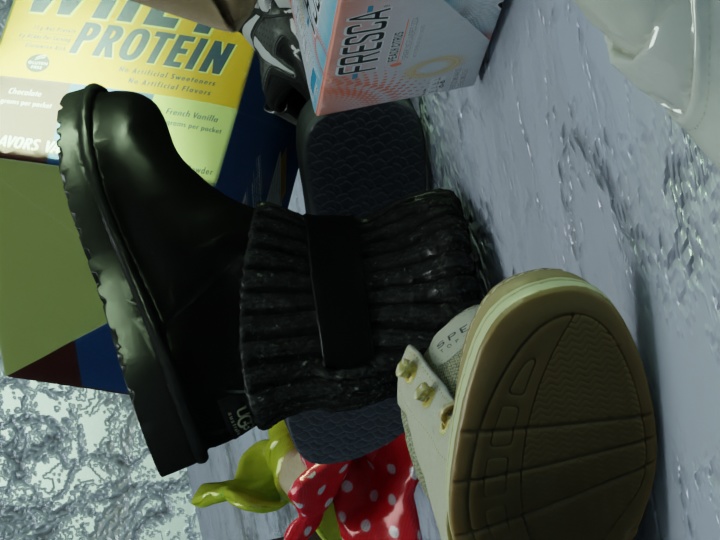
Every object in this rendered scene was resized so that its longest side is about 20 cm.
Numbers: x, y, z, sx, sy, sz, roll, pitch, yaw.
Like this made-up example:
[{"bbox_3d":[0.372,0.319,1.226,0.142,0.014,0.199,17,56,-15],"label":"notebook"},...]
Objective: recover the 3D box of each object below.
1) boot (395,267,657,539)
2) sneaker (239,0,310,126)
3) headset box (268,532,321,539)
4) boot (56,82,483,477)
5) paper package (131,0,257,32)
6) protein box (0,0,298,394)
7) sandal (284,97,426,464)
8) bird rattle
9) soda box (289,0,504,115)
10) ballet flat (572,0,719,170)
[{"bbox_3d":[0.053,0.054,1.045,0.155,0.072,0.201,-108,9,-54],"label":"boot"},{"bbox_3d":[-0.028,-0.109,1.409,0.200,0.066,0.091,-146,48,-76],"label":"sneaker"},{"bbox_3d":[-0.026,0.296,1.947,0.200,0.077,0.149,-110,11,-46],"label":"headset box"},{"bbox_3d":[-0.036,-0.015,1.265,0.080,0.157,0.212,70,180,-54],"label":"boot"},{"bbox_3d":[-0.105,-0.203,1.149,0.200,0.190,0.104,-78,9,-58],"label":"paper package"},{"bbox_3d":[-0.115,-0.069,1.596,0.199,0.134,0.201,89,-168,-52],"label":"protein box"},{"bbox_3d":[0.001,0.000,1.360,0.043,0.076,0.201,-115,26,-56],"label":"sandal"},{"bbox_3d":[-0.024,0.073,1.550,0.200,0.112,0.164,124,151,-75],"label":"bird rattle"},{"bbox_3d":[0.014,-0.119,1.071,0.200,0.068,0.064,107,150,-76],"label":"soda box"},{"bbox_3d":[0.070,-0.102,0.705,0.069,0.069,0.201,-147,46,-79],"label":"ballet flat"}]
